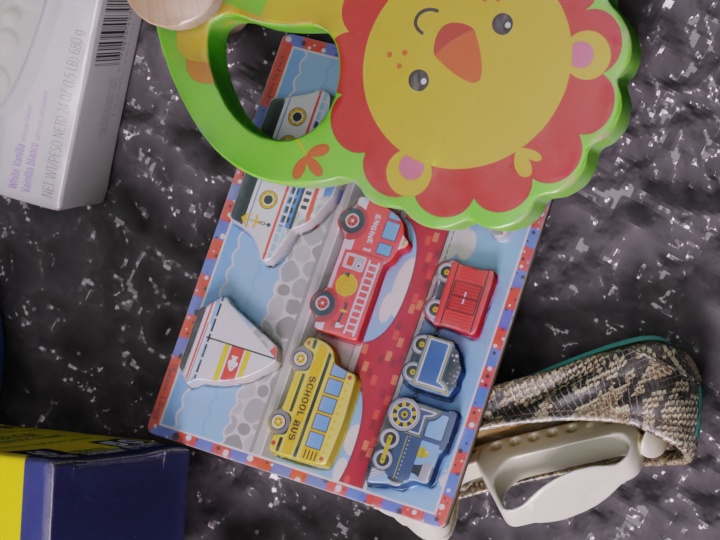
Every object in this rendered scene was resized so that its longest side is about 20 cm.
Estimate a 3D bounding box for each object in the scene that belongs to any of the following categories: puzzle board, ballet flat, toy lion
[{"bbox_3d":[0.000,0.000,0.995,0.150,0.017,0.201,16,80,18],"label":"puzzle board"},{"bbox_3d":[0.059,0.084,0.993,0.199,0.068,0.076,-13,51,17],"label":"ballet flat"},{"bbox_3d":[0.017,-0.099,0.976,0.199,0.069,0.193,-26,82,15],"label":"toy lion"}]

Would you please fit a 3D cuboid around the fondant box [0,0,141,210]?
[{"bbox_3d":[-0.209,-0.124,1.064,0.199,0.058,0.145,16,101,16],"label":"fondant box"}]

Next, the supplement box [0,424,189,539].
[{"bbox_3d":[-0.192,0.126,1.000,0.199,0.109,0.110,4,91,28],"label":"supplement box"}]

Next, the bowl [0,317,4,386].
[{"bbox_3d":[-0.273,0.037,1.114,0.199,0.039,0.202,2,97,18],"label":"bowl"}]
